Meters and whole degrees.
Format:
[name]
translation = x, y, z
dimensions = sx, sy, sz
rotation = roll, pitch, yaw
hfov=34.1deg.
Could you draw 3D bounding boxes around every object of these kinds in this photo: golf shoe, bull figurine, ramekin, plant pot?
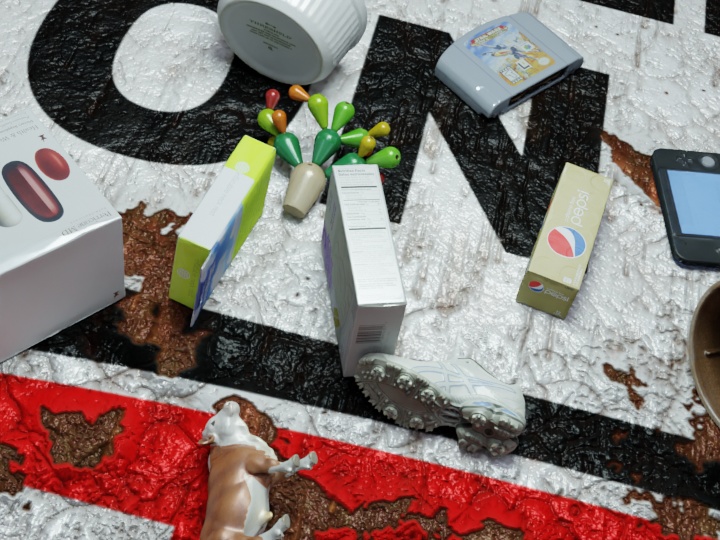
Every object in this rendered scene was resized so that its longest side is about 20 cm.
[golf shoe]
translation = 0.091, 0.132, 1.314
dimensions = 0.199, 0.078, 0.097
rotation = 24, 40, -1
[bull figurine]
translation = -0.113, 0.227, 1.186
dimensions = 0.121, 0.065, 0.201
rotation = -11, 56, 23
[ramekin]
translation = -0.099, -0.334, 1.558
dimensions = 0.202, 0.203, 0.095
rotation = 24, 65, 8
[plant pot]
translation = 0.520, 0.090, 1.352
dimensions = 0.197, 0.201, 0.201
rotation = -9, 54, -27

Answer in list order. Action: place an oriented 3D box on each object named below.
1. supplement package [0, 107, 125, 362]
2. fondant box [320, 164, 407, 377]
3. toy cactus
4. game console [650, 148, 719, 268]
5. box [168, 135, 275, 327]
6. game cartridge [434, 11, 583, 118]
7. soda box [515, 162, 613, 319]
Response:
[supplement package]
translation = -0.394, -0.038, 1.297
dimensions = 0.191, 0.147, 0.200
rotation = -30, 62, -29
[fondant box]
translation = 0.000, 0.000, 1.342
dimensions = 0.058, 0.145, 0.201
rotation = -2, 53, -10
[toy cactus]
translation = -0.055, -0.143, 1.493
dimensions = 0.199, 0.102, 0.166
rotation = 24, 71, 5
[game console]
translation = 0.492, -0.111, 1.538
dimensions = 0.170, 0.119, 0.201
rotation = 4, 51, -8
[box]
translation = -0.164, -0.047, 1.362
dimensions = 0.047, 0.122, 0.200
rotation = 24, 52, 4
[game cartridge]
translation = 0.209, -0.301, 1.685
dimensions = 0.200, 0.042, 0.133
rotation = -32, 68, -29
[soda box]
translation = 0.258, -0.040, 1.474
dimensions = 0.067, 0.064, 0.200
rotation = 21, 52, 6
